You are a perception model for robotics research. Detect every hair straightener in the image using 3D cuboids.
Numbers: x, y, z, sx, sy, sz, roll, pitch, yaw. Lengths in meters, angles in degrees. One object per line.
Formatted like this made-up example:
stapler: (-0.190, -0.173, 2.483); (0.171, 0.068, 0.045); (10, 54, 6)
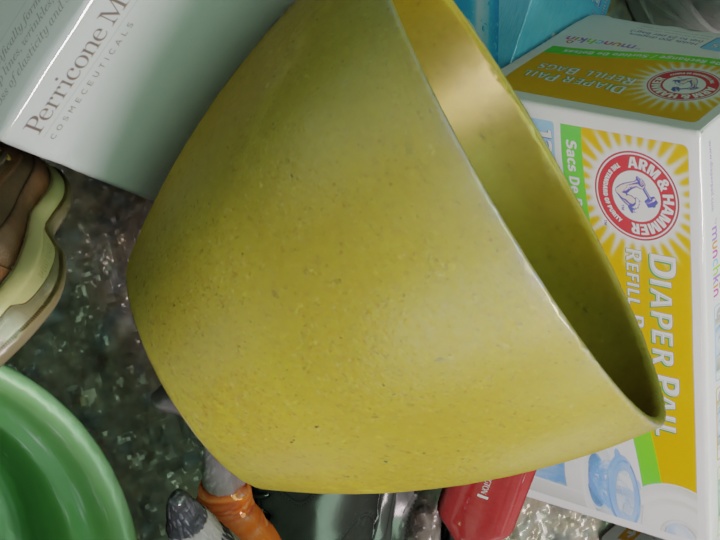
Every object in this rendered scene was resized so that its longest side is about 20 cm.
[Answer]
hair straightener: (0.057, 0.099, 0.825); (0.040, 0.201, 0.077); (13, 45, 7)

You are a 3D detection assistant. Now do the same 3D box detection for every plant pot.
plant pot: (0.000, 0.000, 0.679); (0.141, 0.200, 0.201); (-30, 107, 13)

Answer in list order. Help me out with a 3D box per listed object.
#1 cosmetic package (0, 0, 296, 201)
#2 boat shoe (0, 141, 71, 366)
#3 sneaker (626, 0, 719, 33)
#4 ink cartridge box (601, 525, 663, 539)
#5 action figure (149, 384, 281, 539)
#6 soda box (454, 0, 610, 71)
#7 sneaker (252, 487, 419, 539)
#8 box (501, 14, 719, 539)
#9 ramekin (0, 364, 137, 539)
cosmetic package: (-0.059, -0.079, 0.742); (0.199, 0.074, 0.102); (19, 112, -50)
boat shoe: (-0.151, -0.021, 0.686); (0.072, 0.200, 0.068); (-43, 110, 4)
sneaker: (0.144, -0.191, 0.870); (0.074, 0.115, 0.201); (-41, 107, -17)
ink cartridge box: (0.241, 0.102, 0.880); (0.198, 0.200, 0.044); (-37, 109, -19)
action figure: (-0.044, 0.167, 0.692); (0.194, 0.104, 0.201); (48, 47, -22)
soda box: (0.054, -0.078, 0.845); (0.068, 0.064, 0.202); (29, 77, -54)
sneaker: (-0.019, 0.113, 0.833); (0.090, 0.076, 0.202); (16, 83, -12)
box: (0.127, 0.003, 0.824); (0.101, 0.112, 0.202); (-35, 127, -44)
ramekin: (-0.193, 0.124, 0.725); (0.198, 0.097, 0.202); (-1, 93, -26)
